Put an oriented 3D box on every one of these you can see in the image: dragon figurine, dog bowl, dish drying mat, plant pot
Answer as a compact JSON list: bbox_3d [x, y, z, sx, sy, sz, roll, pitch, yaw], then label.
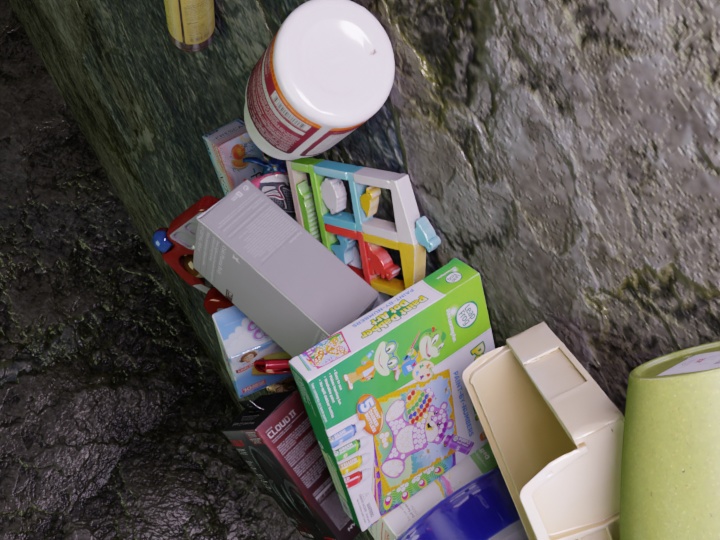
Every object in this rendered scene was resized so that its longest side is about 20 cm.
[{"bbox_3d":[-0.115,-0.130,1.136,0.199,0.058,0.101,28,143,58],"label":"dragon figurine"},{"bbox_3d":[0.116,0.294,0.907,0.079,0.198,0.202,52,160,29],"label":"dog bowl"},{"bbox_3d":[-0.024,0.112,1.047,0.077,0.196,0.019,165,104,-72],"label":"dish drying mat"},{"bbox_3d":[0.221,0.145,0.484,0.187,0.184,0.204,161,95,-72],"label":"plant pot"}]

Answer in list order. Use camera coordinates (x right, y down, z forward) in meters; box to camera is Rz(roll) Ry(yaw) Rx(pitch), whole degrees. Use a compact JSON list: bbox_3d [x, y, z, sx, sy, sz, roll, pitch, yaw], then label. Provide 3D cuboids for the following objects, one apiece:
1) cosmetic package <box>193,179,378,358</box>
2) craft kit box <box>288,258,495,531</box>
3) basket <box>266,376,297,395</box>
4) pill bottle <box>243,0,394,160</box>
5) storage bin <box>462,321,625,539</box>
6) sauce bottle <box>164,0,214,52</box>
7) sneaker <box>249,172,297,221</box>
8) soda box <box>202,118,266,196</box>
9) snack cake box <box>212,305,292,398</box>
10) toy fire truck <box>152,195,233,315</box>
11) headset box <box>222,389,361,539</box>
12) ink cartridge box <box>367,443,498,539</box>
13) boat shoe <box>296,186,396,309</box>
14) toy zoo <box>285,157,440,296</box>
[{"bbox_3d":[-0.085,0.011,0.959,0.199,0.090,0.107,42,148,13],"label":"cosmetic package"},{"bbox_3d":[0.047,0.122,0.848,0.048,0.196,0.203,31,147,49],"label":"craft kit box"},{"bbox_3d":[0.000,0.188,1.148,0.198,0.142,0.151,23,144,45],"label":"basket"},{"bbox_3d":[-0.048,-0.168,0.819,0.111,0.108,0.200,62,162,-5],"label":"pill bottle"},{"bbox_3d":[0.164,0.169,0.661,0.200,0.092,0.201,-104,-10,-75],"label":"storage bin"},{"bbox_3d":[-0.210,-0.353,1.066,0.065,0.064,0.201,55,160,16],"label":"sauce bottle"},{"bbox_3d":[-0.084,-0.050,1.068,0.200,0.079,0.076,47,-153,-55],"label":"sneaker"},{"bbox_3d":[-0.161,-0.113,1.283,0.068,0.063,0.203,36,148,53],"label":"soda box"},{"bbox_3d":[-0.080,0.073,1.107,0.116,0.197,0.068,92,153,-59],"label":"snack cake box"},{"bbox_3d":[-0.191,-0.024,1.191,0.167,0.114,0.199,34,147,-26],"label":"toy fire truck"},{"bbox_3d":[-0.081,0.237,1.090,0.201,0.077,0.148,53,154,-8],"label":"headset box"},{"bbox_3d":[0.067,0.261,0.989,0.068,0.198,0.118,50,159,27],"label":"ink cartridge box"},{"bbox_3d":[-0.006,-0.012,1.011,0.202,0.056,0.069,58,138,10],"label":"boat shoe"},{"bbox_3d":[0.003,-0.044,0.915,0.198,0.020,0.134,17,126,43],"label":"toy zoo"}]
